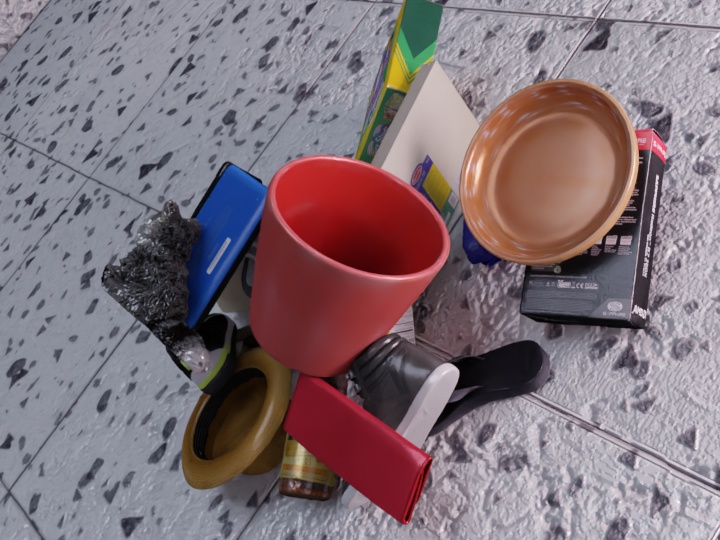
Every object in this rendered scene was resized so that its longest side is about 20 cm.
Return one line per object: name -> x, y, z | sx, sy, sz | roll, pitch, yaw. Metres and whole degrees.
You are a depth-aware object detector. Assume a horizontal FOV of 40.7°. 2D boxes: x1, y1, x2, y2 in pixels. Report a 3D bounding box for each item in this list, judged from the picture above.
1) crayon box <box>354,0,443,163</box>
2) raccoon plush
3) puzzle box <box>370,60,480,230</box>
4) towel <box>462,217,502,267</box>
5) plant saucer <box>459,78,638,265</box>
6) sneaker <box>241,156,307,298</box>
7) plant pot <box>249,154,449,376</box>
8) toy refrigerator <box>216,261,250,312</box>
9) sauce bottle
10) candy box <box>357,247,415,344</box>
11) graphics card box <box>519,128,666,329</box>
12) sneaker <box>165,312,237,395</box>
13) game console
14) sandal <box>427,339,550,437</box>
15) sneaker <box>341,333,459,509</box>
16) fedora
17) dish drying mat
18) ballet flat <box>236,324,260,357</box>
crayon box -> 0.049, -0.239, 1.327 | 0.200, 0.058, 0.173 | 115, 169, -57
raccoon plush -> -0.206, 0.015, 1.141 | 0.200, 0.097, 0.134 | 39, 83, 15
puzzle box -> 0.084, -0.140, 1.171 | 0.025, 0.133, 0.201 | -9, 41, 40
towel -> 0.215, -0.088, 1.142 | 0.199, 0.050, 0.148 | -23, 37, 28
plant saucer -> 0.196, -0.100, 1.011 | 0.199, 0.037, 0.202 | -13, 68, 34
sneaker -> -0.094, -0.039, 1.244 | 0.201, 0.075, 0.116 | -64, 4, -19
plant pot -> -0.029, 0.004, 1.043 | 0.201, 0.199, 0.178 | -101, 29, -46
toy refrigerator -> -0.122, 0.007, 1.333 | 0.199, 0.076, 0.070 | -4, 35, 42
sauce bottle -> -0.050, 0.160, 1.115 | 0.066, 0.066, 0.201 | -7, 69, 39
candy box -> 0.000, 0.000, 1.167 | 0.115, 0.055, 0.202 | -3, 93, 42
graphics card box -> 0.243, -0.043, 1.014 | 0.125, 0.051, 0.201 | 1, 75, 36
sneaker -> -0.205, 0.086, 1.231 | 0.072, 0.083, 0.200 | -52, 19, 3
game console -> -0.170, -0.024, 1.242 | 0.170, 0.118, 0.201 | 35, 94, 44
sandal -> 0.107, 0.121, 1.056 | 0.199, 0.043, 0.076 | -28, 42, 23
sneaker -> 0.018, 0.156, 1.043 | 0.099, 0.071, 0.201 | 41, 109, 31
fedora -> -0.135, 0.190, 1.188 | 0.200, 0.082, 0.201 | -34, 37, 30
dish drying mat -> -0.007, 0.178, 1.006 | 0.200, 0.018, 0.077 | 29, 107, 43
ballet flat -> -0.124, 0.101, 1.262 | 0.199, 0.071, 0.071 | -25, 43, 21
